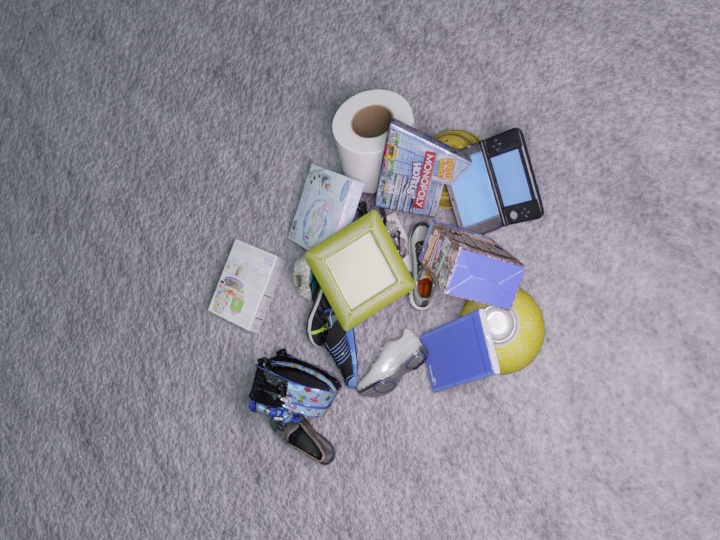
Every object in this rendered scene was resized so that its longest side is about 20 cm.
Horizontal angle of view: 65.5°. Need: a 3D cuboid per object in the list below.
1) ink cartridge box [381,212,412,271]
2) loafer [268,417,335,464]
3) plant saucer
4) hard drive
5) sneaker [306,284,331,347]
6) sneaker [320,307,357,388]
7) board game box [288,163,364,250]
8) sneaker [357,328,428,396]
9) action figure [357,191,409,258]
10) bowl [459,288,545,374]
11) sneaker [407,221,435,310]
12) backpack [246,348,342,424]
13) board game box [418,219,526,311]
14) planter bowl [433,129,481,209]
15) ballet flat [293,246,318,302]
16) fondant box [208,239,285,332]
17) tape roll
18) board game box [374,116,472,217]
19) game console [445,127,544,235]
[{"bbox_3d":[0.033,-0.029,1.395,0.195,0.050,0.165,-25,71,-4],"label":"ink cartridge box"},{"bbox_3d":[-0.147,0.397,1.350,0.195,0.063,0.074,27,88,22],"label":"loafer"},{"bbox_3d":[0.000,0.000,1.253,0.195,0.048,0.205,-30,92,-2],"label":"plant saucer"},{"bbox_3d":[0.213,0.180,1.226,0.199,0.025,0.137,-34,63,51],"label":"hard drive"},{"bbox_3d":[-0.073,0.100,1.352,0.081,0.071,0.207,24,110,34],"label":"sneaker"},{"bbox_3d":[-0.048,0.183,1.324,0.075,0.070,0.208,-6,103,2],"label":"sneaker"},{"bbox_3d":[-0.089,-0.144,1.391,0.197,0.042,0.207,30,103,50],"label":"board game box"},{"bbox_3d":[0.069,0.222,1.318,0.198,0.074,0.088,-39,47,10],"label":"sneaker"},{"bbox_3d":[0.043,-0.081,1.333,0.115,0.102,0.207,-20,69,10],"label":"action figure"},{"bbox_3d":[0.304,0.121,1.227,0.192,0.107,0.209,-4,77,18],"label":"bowl"},{"bbox_3d":[0.152,-0.014,1.314,0.071,0.079,0.209,1,80,-5],"label":"sneaker"},{"bbox_3d":[-0.148,0.285,1.321,0.193,0.182,0.140,17,92,9],"label":"backpack"},{"bbox_3d":[0.231,-0.015,1.190,0.154,0.201,0.100,14,107,-15],"label":"board game box"},{"bbox_3d":[0.216,-0.261,1.350,0.193,0.083,0.209,-4,77,18],"label":"planter bowl"},{"bbox_3d":[-0.134,0.010,1.358,0.069,0.203,0.074,3,56,-5],"label":"ballet flat"},{"bbox_3d":[-0.300,0.040,1.481,0.140,0.058,0.206,20,85,22],"label":"fondant box"},{"bbox_3d":[0.037,-0.313,1.362,0.194,0.141,0.209,-4,58,7],"label":"tape roll"},{"bbox_3d":[0.140,-0.215,1.241,0.192,0.062,0.207,10,118,-2],"label":"board game box"},{"bbox_3d":[0.292,-0.189,1.252,0.169,0.116,0.207,-8,103,59],"label":"game console"}]
